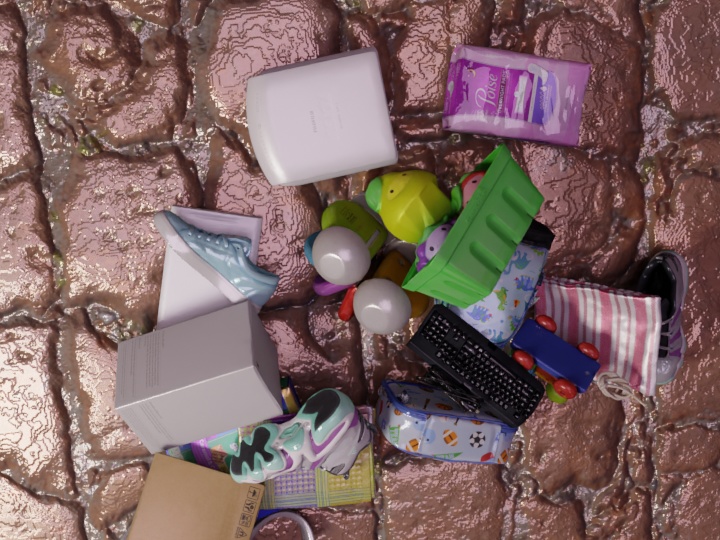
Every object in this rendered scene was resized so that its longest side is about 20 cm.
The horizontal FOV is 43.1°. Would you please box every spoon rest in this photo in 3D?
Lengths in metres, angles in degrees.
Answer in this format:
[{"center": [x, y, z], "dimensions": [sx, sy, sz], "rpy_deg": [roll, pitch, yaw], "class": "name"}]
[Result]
[{"center": [-0.167, 0.391, 1.346], "dimensions": [0.198, 0.099, 0.061], "rpy_deg": [-4, 90, -25], "class": "spoon rest"}]

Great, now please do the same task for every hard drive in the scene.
[{"center": [-0.219, 0.015, 1.318], "dimensions": [0.130, 0.026, 0.202], "rpy_deg": [8, 98, -6], "class": "hard drive"}]

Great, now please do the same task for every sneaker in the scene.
[{"center": [0.427, 0.073, 1.326], "dimensions": [0.077, 0.139, 0.203], "rpy_deg": [2, 93, 29], "class": "sneaker"}, {"center": [-0.067, 0.254, 1.242], "dimensions": [0.199, 0.078, 0.140], "rpy_deg": [-30, 131, 18], "class": "sneaker"}, {"center": [-0.195, -0.029, 1.268], "dimensions": [0.082, 0.074, 0.200], "rpy_deg": [-47, 111, 1], "class": "sneaker"}]

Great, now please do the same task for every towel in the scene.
[{"center": [0.334, 0.093, 1.310], "dimensions": [0.030, 0.199, 0.148], "rpy_deg": [-19, 112, -44], "class": "towel"}, {"center": [-0.072, 0.268, 1.298], "dimensions": [0.198, 0.023, 0.145], "rpy_deg": [-4, 99, -8], "class": "towel"}]

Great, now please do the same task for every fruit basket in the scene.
[{"center": [0.106, -0.075, 1.190], "dimensions": [0.213, 0.155, 0.218], "rpy_deg": [4, 75, -14], "class": "fruit basket"}]

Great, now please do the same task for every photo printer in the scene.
[{"center": [-0.059, -0.211, 1.277], "dimensions": [0.198, 0.069, 0.168], "rpy_deg": [-12, 99, -4], "class": "photo printer"}]

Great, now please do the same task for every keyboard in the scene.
[{"center": [0.155, 0.141, 1.230], "dimensions": [0.199, 0.040, 0.105], "rpy_deg": [37, 80, -5], "class": "keyboard"}]

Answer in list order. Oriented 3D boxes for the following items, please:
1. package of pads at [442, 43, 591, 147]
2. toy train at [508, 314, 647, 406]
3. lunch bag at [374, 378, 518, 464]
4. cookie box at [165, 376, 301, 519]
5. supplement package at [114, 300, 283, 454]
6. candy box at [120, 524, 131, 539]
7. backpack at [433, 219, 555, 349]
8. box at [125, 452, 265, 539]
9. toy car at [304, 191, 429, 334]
[{"center": [0.221, -0.247, 1.296], "dimensions": [0.198, 0.076, 0.122], "rpy_deg": [7, 95, -6], "class": "package of pads"}, {"center": [0.300, 0.160, 1.303], "dimensions": [0.199, 0.116, 0.085], "rpy_deg": [34, 65, 13], "class": "toy train"}, {"center": [0.115, 0.214, 1.315], "dimensions": [0.198, 0.160, 0.076], "rpy_deg": [14, 99, -13], "class": "lunch bag"}, {"center": [-0.166, 0.273, 1.336], "dimensions": [0.198, 0.075, 0.173], "rpy_deg": [-22, 100, -3], "class": "cookie box"}, {"center": [-0.220, 0.149, 1.256], "dimensions": [0.198, 0.122, 0.120], "rpy_deg": [-17, 135, 6], "class": "supplement package"}, {"center": [-0.263, 0.458, 1.308], "dimensions": [0.199, 0.169, 0.077], "rpy_deg": [36, 97, -10], "class": "candy box"}, {"center": [0.180, 0.017, 1.308], "dimensions": [0.162, 0.154, 0.202], "rpy_deg": [20, 107, -12], "class": "backpack"}, {"center": [-0.233, 0.365, 1.230], "dimensions": [0.162, 0.021, 0.202], "rpy_deg": [20, 74, -12], "class": "box"}, {"center": [0.000, 0.000, 1.286], "dimensions": [0.149, 0.175, 0.200], "rpy_deg": [-32, 103, 37], "class": "toy car"}]
